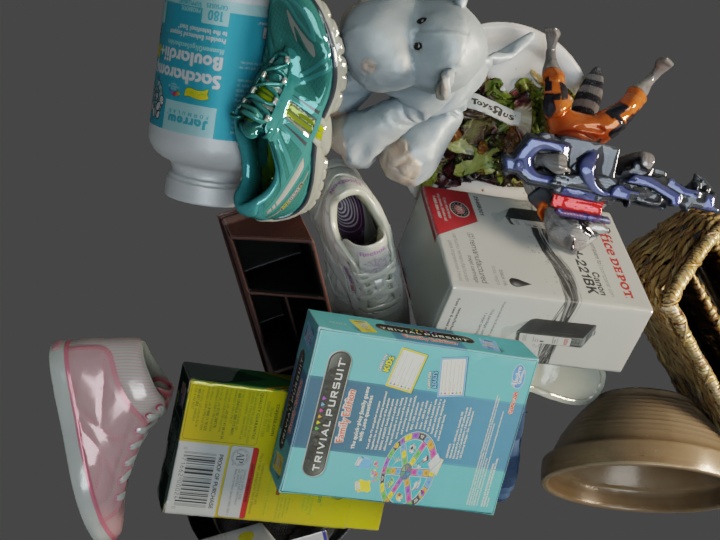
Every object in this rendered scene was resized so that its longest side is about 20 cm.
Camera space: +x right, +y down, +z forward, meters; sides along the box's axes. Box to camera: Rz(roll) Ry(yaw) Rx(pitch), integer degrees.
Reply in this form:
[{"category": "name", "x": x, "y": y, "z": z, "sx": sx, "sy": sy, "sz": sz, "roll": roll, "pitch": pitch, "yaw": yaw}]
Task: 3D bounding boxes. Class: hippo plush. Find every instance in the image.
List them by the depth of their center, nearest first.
[{"category": "hippo plush", "x": 0.050, "y": -0.157, "z": 1.106, "sx": 0.199, "sy": 0.161, "sz": 0.160, "roll": 10, "pitch": 88, "yaw": -1}]

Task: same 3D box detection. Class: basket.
[{"category": "basket", "x": 0.362, "y": 0.047, "z": 1.276, "sx": 0.143, "sy": 0.149, "sz": 0.200, "roll": -34, "pitch": 109, "yaw": -2}]

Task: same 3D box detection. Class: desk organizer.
[{"category": "desk organizer", "x": -0.064, "y": 0.037, "z": 1.178, "sx": 0.072, "sy": 0.077, "sz": 0.200, "roll": -19, "pitch": 129, "yaw": -7}]

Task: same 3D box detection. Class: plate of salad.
[{"category": "plate of salad", "x": 0.129, "y": -0.131, "z": 1.228, "sx": 0.199, "sy": 0.048, "sz": 0.201, "roll": -3, "pitch": 106, "yaw": -12}]

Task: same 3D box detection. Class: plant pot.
[{"category": "plant pot", "x": 0.281, "y": 0.174, "z": 1.295, "sx": 0.200, "sy": 0.201, "sz": 0.093, "roll": 13, "pitch": 68, "yaw": -16}]

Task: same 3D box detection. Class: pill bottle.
[{"category": "pill bottle", "x": -0.122, "y": -0.159, "z": 1.129, "sx": 0.110, "sy": 0.111, "sz": 0.201, "roll": 6, "pitch": 103, "yaw": -14}]

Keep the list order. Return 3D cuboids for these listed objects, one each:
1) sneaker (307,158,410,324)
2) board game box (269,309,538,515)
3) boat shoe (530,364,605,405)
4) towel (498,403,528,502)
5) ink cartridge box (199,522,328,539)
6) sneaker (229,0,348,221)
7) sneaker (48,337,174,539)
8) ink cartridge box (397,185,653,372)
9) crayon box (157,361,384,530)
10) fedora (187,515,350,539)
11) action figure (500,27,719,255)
[{"category": "sneaker", "x": 0.000, "y": 0.000, "z": 1.207, "sx": 0.075, "sy": 0.100, "sz": 0.200, "roll": -23, "pitch": 110, "yaw": -8}, {"category": "board game box", "x": 0.037, "y": 0.123, "z": 1.124, "sx": 0.199, "sy": 0.047, "sz": 0.151, "roll": 10, "pitch": 105, "yaw": -18}, {"category": "boat shoe", "x": 0.146, "y": 0.074, "z": 1.280, "sx": 0.200, "sy": 0.062, "sz": 0.075, "roll": 17, "pitch": 99, "yaw": -19}, {"category": "towel", "x": 0.101, "y": 0.147, "z": 1.255, "sx": 0.111, "sy": 0.049, "sz": 0.200, "roll": 1, "pitch": 135, "yaw": 1}, {"category": "ink cartridge box", "x": -0.116, "y": 0.330, "z": 1.225, "sx": 0.199, "sy": 0.047, "sz": 0.198, "roll": -15, "pitch": 121, "yaw": -9}, {"category": "sneaker", "x": -0.063, "y": -0.134, "z": 1.065, "sx": 0.080, "sy": 0.077, "sz": 0.201, "roll": -12, "pitch": 116, "yaw": -43}, {"category": "sneaker", "x": -0.218, "y": 0.154, "z": 1.211, "sx": 0.104, "sy": 0.075, "sz": 0.201, "roll": -9, "pitch": 103, "yaw": -5}, {"category": "ink cartridge box", "x": 0.149, "y": 0.008, "z": 1.207, "sx": 0.199, "sy": 0.144, "sz": 0.084, "roll": 8, "pitch": 130, "yaw": -18}, {"category": "crayon box", "x": -0.070, "y": 0.159, "z": 1.159, "sx": 0.199, "sy": 0.051, "sz": 0.127, "roll": 10, "pitch": 103, "yaw": -17}, {"category": "fedora", "x": -0.069, "y": 0.215, "z": 1.252, "sx": 0.200, "sy": 0.092, "sz": 0.201, "roll": -3, "pitch": 106, "yaw": -12}, {"category": "action figure", "x": 0.223, "y": -0.103, "z": 1.184, "sx": 0.200, "sy": 0.105, "sz": 0.194, "roll": 19, "pitch": 81, "yaw": -6}]
